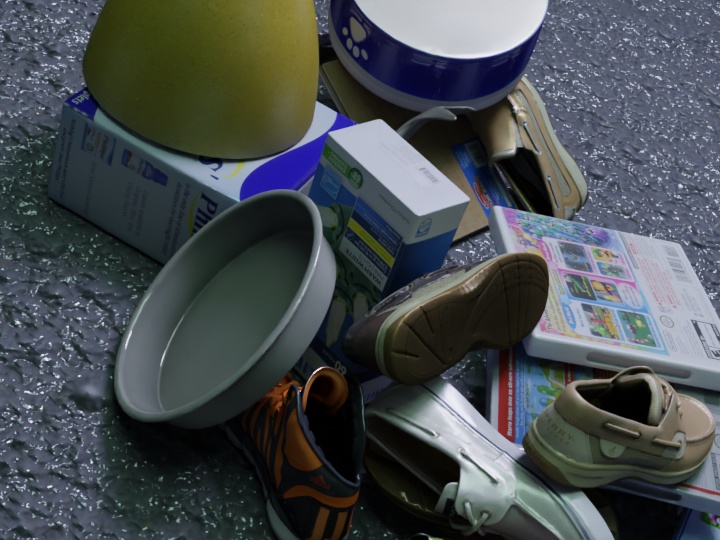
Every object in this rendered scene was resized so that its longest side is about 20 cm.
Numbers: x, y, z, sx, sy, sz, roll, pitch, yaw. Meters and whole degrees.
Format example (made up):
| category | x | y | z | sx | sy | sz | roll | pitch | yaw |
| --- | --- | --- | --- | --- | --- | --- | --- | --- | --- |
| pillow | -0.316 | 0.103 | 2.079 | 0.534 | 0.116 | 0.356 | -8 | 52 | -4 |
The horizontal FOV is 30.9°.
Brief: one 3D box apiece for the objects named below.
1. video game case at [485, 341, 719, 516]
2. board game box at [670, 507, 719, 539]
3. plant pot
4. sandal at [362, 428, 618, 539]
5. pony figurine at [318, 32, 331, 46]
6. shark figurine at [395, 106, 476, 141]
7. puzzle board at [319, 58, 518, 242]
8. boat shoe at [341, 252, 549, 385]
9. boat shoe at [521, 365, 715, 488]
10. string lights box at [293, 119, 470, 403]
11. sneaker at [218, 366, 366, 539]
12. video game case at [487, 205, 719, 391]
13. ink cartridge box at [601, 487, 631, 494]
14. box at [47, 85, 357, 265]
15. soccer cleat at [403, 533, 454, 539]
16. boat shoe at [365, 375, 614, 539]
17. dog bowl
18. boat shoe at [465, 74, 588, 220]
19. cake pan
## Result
| category | x | y | z | sx | sy | sz | roll | pitch | yaw |
| --- | --- | --- | --- | --- | --- | --- | --- | --- | --- |
| video game case | 0.192 | 0.107 | 0.988 | 0.198 | 0.018 | 0.144 | 15 | 40 | -5 |
| board game box | 0.302 | 0.238 | 0.975 | 0.151 | 0.037 | 0.200 | 30 | 38 | 11 |
| plant pot | -0.117 | -0.208 | 1.059 | 0.198 | 0.143 | 0.201 | 12 | 38 | -10 |
| sandal | 0.089 | 0.168 | 0.949 | 0.199 | 0.054 | 0.081 | 21 | 50 | -5 |
| pony figurine | 0.034 | -0.254 | 1.367 | 0.192 | 0.167 | 0.201 | -12 | 69 | -36 |
| shark figurine | 0.028 | -0.048 | 1.141 | 0.127 | 0.216 | 0.089 | 6 | -11 | 27 |
| puzzle board | 0.056 | -0.121 | 1.242 | 0.150 | 0.017 | 0.201 | -24 | 84 | -43 |
| boat shoe | 0.065 | 0.026 | 0.931 | 0.064 | 0.074 | 0.199 | 11 | 17 | 38 |
| boat shoe | 0.195 | 0.104 | 0.901 | 0.199 | 0.065 | 0.071 | -2 | 36 | -48 |
| string lights box | 0.000 | 0.000 | 0.986 | 0.059 | 0.201 | 0.103 | -19 | 51 | -41 |
| sneaker | -0.045 | 0.093 | 0.926 | 0.077 | 0.113 | 0.200 | -8 | 46 | -32 |
| video game case | 0.206 | 0.020 | 1.079 | 0.181 | 0.024 | 0.201 | 11 | 31 | -11 |
| ink cartridge box | 0.208 | 0.087 | 1.087 | 0.115 | 0.067 | 0.201 | 12 | 39 | -10 |
| box | -0.131 | -0.095 | 1.118 | 0.199 | 0.105 | 0.184 | 29 | 39 | 10 |
| soccer cleat | 0.060 | 0.209 | 0.862 | 0.198 | 0.081 | 0.068 | 0 | 42 | -24 |
| boat shoe | 0.080 | 0.148 | 0.878 | 0.200 | 0.071 | 0.070 | 42 | 52 | 21 |
| dog bowl | 0.072 | -0.248 | 1.215 | 0.198 | 0.079 | 0.201 | 5 | 57 | -8 |
| boat shoe | 0.147 | -0.128 | 1.262 | 0.200 | 0.072 | 0.076 | 52 | 46 | -5 |
| cake pan | -0.095 | 0.031 | 0.938 | 0.037 | 0.200 | 0.201 | 44 | 27 | -32 |
